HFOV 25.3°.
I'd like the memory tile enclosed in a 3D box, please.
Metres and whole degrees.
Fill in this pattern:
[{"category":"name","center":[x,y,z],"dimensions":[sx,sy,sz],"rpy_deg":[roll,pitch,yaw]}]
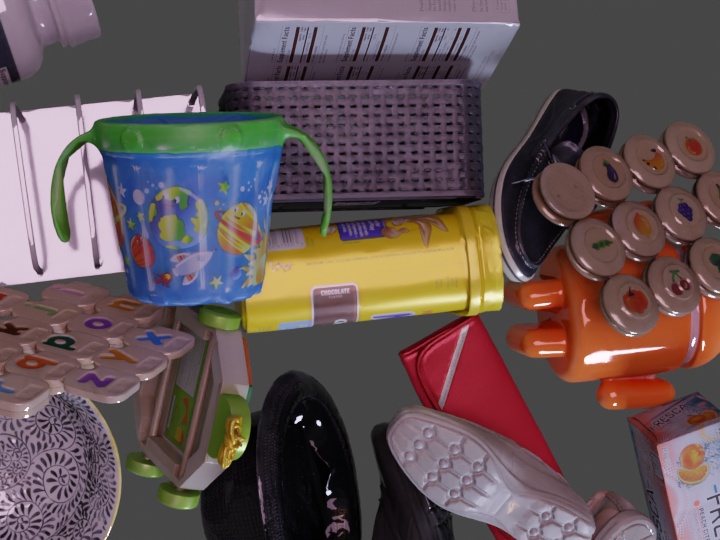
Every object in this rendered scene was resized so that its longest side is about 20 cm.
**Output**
[{"category":"memory tile","center":[0.237,-0.038,1.268],"dimensions":[0.200,0.017,0.154],"rpy_deg":[-20,74,-35]}]

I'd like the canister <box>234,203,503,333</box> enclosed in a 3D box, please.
[{"category":"canister","center":[0.000,0.000,1.271],"dimensions":[0.199,0.149,0.087],"rpy_deg":[-6,91,-7]}]

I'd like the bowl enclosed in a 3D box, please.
[{"category":"bowl","center":[-0.285,0.149,1.241],"dimensions":[0.200,0.094,0.201],"rpy_deg":[-2,103,-7]}]

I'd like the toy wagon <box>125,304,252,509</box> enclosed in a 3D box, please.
[{"category":"toy wagon","center":[-0.124,0.101,1.221],"dimensions":[0.039,0.200,0.156],"rpy_deg":[8,101,-31]}]

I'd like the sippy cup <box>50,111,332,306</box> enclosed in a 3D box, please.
[{"category":"sippy cup","center":[-0.119,-0.044,1.142],"dimensions":[0.177,0.140,0.131],"rpy_deg":[5,101,35]}]

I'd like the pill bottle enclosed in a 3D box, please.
[{"category":"pill bottle","center":[-0.310,-0.195,1.241],"dimensions":[0.199,0.120,0.120],"rpy_deg":[-19,92,-9]}]

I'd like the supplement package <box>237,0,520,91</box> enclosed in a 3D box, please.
[{"category":"supplement package","center":[0.005,-0.250,1.258],"dimensions":[0.199,0.147,0.192],"rpy_deg":[-1,74,-9]}]

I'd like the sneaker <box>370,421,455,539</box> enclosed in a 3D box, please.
[{"category":"sneaker","center":[0.037,0.223,1.310],"dimensions":[0.091,0.076,0.201],"rpy_deg":[-21,80,16]}]

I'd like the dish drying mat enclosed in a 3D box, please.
[{"category":"dish drying mat","center":[0.108,0.136,1.329],"dimensions":[0.077,0.018,0.200],"rpy_deg":[-30,104,-5]}]

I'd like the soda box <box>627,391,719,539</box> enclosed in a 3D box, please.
[{"category":"soda box","center":[0.279,0.206,1.322],"dimensions":[0.068,0.064,0.201],"rpy_deg":[-19,110,-8]}]

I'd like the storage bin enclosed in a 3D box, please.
[{"category":"storage bin","center":[-0.010,-0.096,1.275],"dimensions":[0.199,0.135,0.094],"rpy_deg":[-1,88,-9]}]

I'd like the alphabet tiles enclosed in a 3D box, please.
[{"category":"alphabet tiles","center":[-0.231,0.054,1.177],"dimensions":[0.195,0.200,0.015],"rpy_deg":[12,114,20]}]

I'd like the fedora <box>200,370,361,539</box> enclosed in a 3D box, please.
[{"category":"fedora","center":[-0.071,0.182,1.267],"dimensions":[0.091,0.201,0.201],"rpy_deg":[-8,90,21]}]

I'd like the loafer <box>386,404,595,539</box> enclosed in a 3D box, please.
[{"category":"loafer","center":[0.101,0.163,1.288],"dimensions":[0.200,0.070,0.070],"rpy_deg":[35,106,-21]}]

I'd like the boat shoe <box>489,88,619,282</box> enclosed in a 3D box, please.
[{"category":"boat shoe","center":[0.158,-0.075,1.295],"dimensions":[0.075,0.062,0.200],"rpy_deg":[53,48,-30]}]

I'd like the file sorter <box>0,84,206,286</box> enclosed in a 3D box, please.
[{"category":"file sorter","center":[-0.213,-0.067,1.251],"dimensions":[0.199,0.125,0.139],"rpy_deg":[-7,89,-8]}]

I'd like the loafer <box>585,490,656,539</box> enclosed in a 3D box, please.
[{"category":"loafer","center":[0.162,0.270,1.340],"dimensions":[0.200,0.063,0.072],"rpy_deg":[-47,126,1]}]

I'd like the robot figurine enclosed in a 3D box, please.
[{"category":"robot figurine","center":[0.220,0.032,1.320],"dimensions":[0.199,0.117,0.144],"rpy_deg":[-6,56,-10]}]
